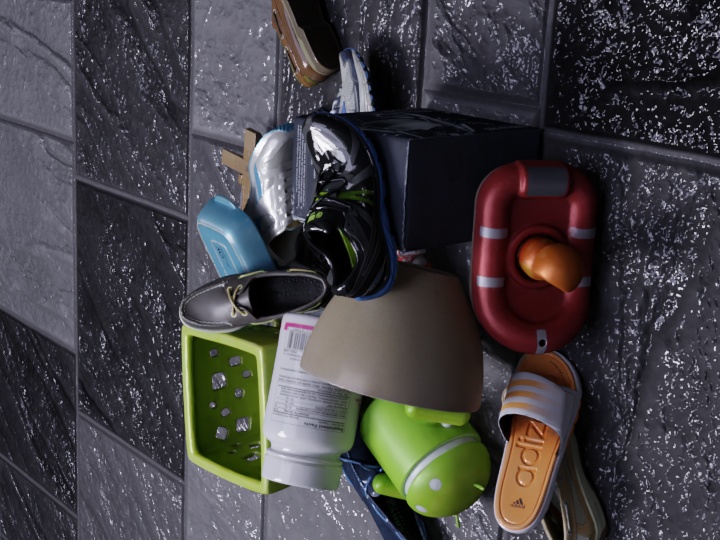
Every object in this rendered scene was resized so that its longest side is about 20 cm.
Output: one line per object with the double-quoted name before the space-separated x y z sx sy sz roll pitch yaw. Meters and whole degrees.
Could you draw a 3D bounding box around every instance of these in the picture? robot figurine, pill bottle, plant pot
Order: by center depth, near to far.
"plant pot" 0.047 0.061 1.293 0.200 0.200 0.135 18 96 48
"robot figurine" 0.077 0.208 1.434 0.200 0.116 0.176 52 139 32
"pill bottle" -0.056 0.157 1.447 0.113 0.113 0.201 5 83 50
"plant pot" -0.112 0.165 1.607 0.200 0.181 0.200 11 106 49

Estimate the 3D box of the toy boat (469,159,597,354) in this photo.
"toy boat" 0.187 -0.009 1.227 0.131 0.130 0.201 -129 39 -71

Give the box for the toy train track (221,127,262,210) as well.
"toy train track" -0.153 -0.110 1.724 0.115 0.032 0.200 30 125 36

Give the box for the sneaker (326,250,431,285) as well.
"sneaker" 0.067 0.008 1.406 0.201 0.067 0.108 27 107 10

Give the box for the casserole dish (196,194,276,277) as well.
"casserole dish" -0.158 -0.008 1.587 0.121 0.039 0.200 23 142 48

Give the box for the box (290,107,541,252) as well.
"box" 0.059 -0.107 1.327 0.196 0.200 0.124 20 113 47

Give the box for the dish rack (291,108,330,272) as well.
"dish rack" -0.045 -0.098 1.576 0.200 0.054 0.154 49 133 30

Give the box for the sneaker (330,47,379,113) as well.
"sneaker" -0.018 -0.176 1.470 0.077 0.085 0.201 52 -150 -78

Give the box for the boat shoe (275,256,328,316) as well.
"boat shoe" -0.055 0.028 1.599 0.200 0.066 0.070 25 113 41

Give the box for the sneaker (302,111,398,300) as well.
"sneaker" -0.020 -0.067 1.207 0.071 0.083 0.200 -21 81 50

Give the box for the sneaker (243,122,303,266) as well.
"sneaker" -0.101 -0.099 1.549 0.081 0.076 0.200 39 134 29

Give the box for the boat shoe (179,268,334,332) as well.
"boat shoe" -0.134 0.033 1.506 0.061 0.201 0.072 72 -172 -83

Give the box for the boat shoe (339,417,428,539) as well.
"boat shoe" 0.038 0.273 1.533 0.200 0.084 0.069 56 156 8

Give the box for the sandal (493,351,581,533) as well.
"sandal" 0.184 0.173 1.273 0.079 0.059 0.207 3 65 24

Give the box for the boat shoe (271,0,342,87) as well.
"boat shoe" -0.090 -0.337 1.565 0.068 0.072 0.200 -29 75 48

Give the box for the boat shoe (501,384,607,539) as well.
"boat shoe" 0.200 0.213 1.317 0.072 0.076 0.200 -46 62 45
